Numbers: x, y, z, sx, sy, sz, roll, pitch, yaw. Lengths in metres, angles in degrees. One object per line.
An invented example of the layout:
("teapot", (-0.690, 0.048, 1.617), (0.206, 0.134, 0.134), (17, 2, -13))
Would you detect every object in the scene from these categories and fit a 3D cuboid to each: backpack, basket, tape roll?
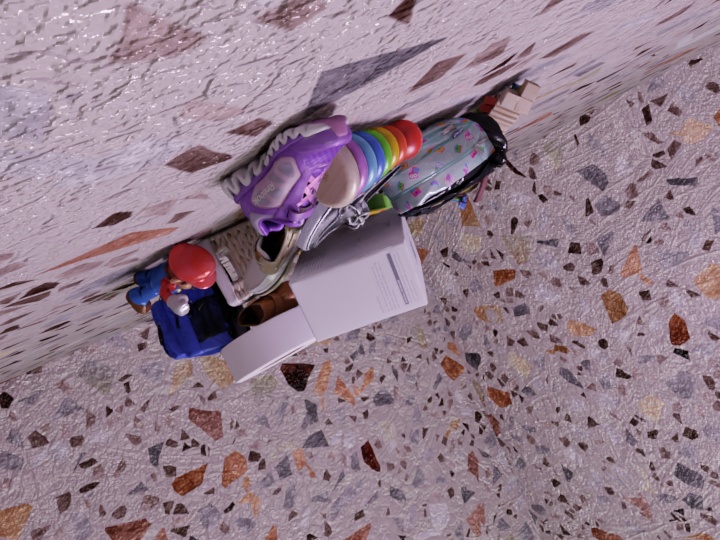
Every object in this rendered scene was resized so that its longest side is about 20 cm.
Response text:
("backpack", (-0.330, 0.070, 1.118), (0.166, 0.202, 0.163), (-19, 174, -6))
("basket", (-0.209, -0.023, 1.086), (0.123, 0.136, 0.200), (-28, -178, 2))
("backpack", (0.122, -0.173, 0.919), (0.199, 0.127, 0.167), (-33, -178, -15))
("tape roll", (-0.170, 0.143, 1.092), (0.201, 0.071, 0.202), (-29, 174, -3))

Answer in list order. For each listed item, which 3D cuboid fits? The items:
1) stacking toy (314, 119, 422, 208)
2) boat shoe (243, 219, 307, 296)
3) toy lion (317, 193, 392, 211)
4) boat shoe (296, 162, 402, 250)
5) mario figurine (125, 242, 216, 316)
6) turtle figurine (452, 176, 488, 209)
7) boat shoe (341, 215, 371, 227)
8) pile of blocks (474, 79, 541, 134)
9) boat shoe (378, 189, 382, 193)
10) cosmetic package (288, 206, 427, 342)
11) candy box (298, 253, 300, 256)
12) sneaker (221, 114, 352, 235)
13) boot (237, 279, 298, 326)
("stacking toy", (0.017, -0.154, 0.722), (0.085, 0.086, 0.200), (-23, -171, 47))
("boat shoe", (-0.146, -0.033, 0.920), (0.068, 0.075, 0.200), (3, 136, -49))
("toy lion", (-0.013, -0.124, 1.104), (0.190, 0.069, 0.200), (-11, -178, -24))
("boat shoe", (-0.014, -0.100, 0.837), (0.200, 0.068, 0.074), (-50, 177, -5))
("mario figurine", (-0.321, 0.023, 0.985), (0.199, 0.125, 0.106), (-19, 172, 34))
("turtle figurine", (0.202, -0.250, 1.160), (0.142, 0.202, 0.194), (4, 147, -19))
("boat shoe", (-0.021, -0.072, 1.221), (0.199, 0.063, 0.071), (-24, 152, -26))
("pile of blocks", (0.225, -0.272, 0.935), (0.062, 0.083, 0.200), (18, 161, -10))
("boat shoe", (0.067, -0.187, 1.090), (0.071, 0.068, 0.200), (-25, -178, -18))
("cosmetic package", (0.000, 0.000, 0.966), (0.198, 0.124, 0.200), (-19, -160, 10))
("candy box", (-0.085, -0.046, 1.283), (0.116, 0.202, 0.056), (-25, -163, -6))
("sneaker", (-0.072, -0.098, 0.615), (0.199, 0.089, 0.080), (-25, 179, 45))
("boot", (-0.189, 0.079, 1.130), (0.154, 0.074, 0.200), (-32, 172, -46))
